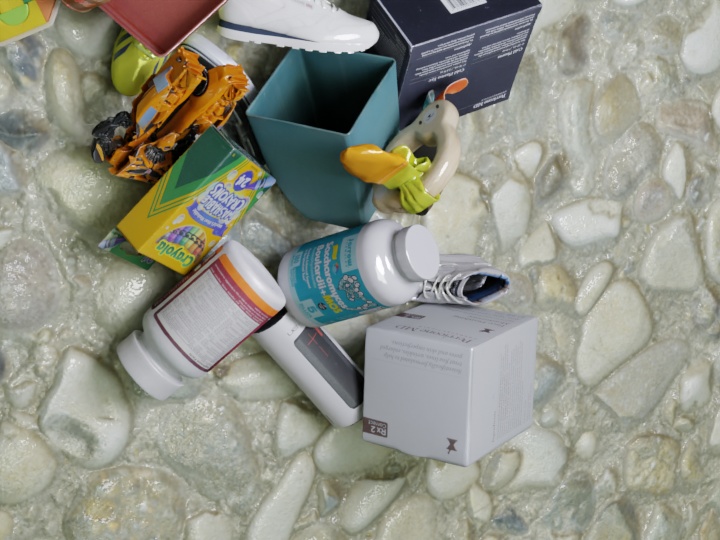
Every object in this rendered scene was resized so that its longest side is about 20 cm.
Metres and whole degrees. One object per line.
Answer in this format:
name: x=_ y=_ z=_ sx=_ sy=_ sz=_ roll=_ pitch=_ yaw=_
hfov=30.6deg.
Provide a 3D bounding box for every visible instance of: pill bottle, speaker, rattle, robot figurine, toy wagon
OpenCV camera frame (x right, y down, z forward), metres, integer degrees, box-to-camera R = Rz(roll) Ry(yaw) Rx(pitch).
pill bottle: x=-0.200 y=0.064 z=1.635 sx=0.200 sy=0.110 sz=0.110 roll=-41 pitch=119 yaw=5
speaker: x=-0.065 y=0.118 z=1.761 sx=0.081 sy=0.081 sz=0.200 roll=-45 pitch=118 yaw=-12
pill bottle: x=0.000 y=0.000 z=1.655 sx=0.111 sy=0.200 sz=0.111 roll=24 pitch=57 yaw=-45
rattle: x=0.049 y=-0.177 z=1.570 sx=0.143 sy=0.130 sz=0.201 roll=28 pitch=71 yaw=-21
robot figurine: x=-0.228 y=-0.174 z=1.554 sx=0.145 sy=0.058 sz=0.200 roll=9 pitch=135 yaw=-48
toy wagon: x=-0.413 y=-0.351 z=1.446 sx=0.155 sy=0.040 sz=0.201 roll=-22 pitch=114 yaw=2

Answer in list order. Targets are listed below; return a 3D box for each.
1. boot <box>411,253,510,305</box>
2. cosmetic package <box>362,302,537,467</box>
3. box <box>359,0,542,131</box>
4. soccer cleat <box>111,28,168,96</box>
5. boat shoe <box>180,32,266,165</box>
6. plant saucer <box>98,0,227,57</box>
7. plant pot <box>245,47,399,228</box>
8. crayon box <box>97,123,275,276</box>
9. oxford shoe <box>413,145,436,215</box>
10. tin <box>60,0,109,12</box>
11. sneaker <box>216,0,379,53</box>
boot: x=0.111 y=0.013 z=1.822 sx=0.199 sy=0.096 sz=0.074 roll=-7 pitch=105 yaw=-27
cosmetic package: x=0.123 y=0.146 z=1.782 sx=0.200 sy=0.164 sz=0.166 roll=-18 pitch=113 yaw=-56
box: x=0.107 y=-0.286 z=1.693 sx=0.199 sy=0.104 sz=0.182 roll=-21 pitch=152 yaw=-23
soccer cleat: x=-0.231 y=-0.297 z=1.564 sx=0.065 sy=0.084 sz=0.201 roll=36 pitch=83 yaw=-26
boat shoe: x=-0.165 y=-0.203 z=1.631 sx=0.071 sy=0.072 sz=0.200 roll=-48 pitch=121 yaw=-16
plant saucer: x=-0.222 y=-0.357 z=1.524 sx=0.200 sy=0.199 sz=0.037 roll=-45 pitch=161 yaw=-13
plant pot: x=-0.034 y=-0.155 z=1.650 sx=0.141 sy=0.141 sz=0.200 roll=-59 pitch=153 yaw=-34
crayon box: x=-0.207 y=-0.070 z=1.593 sx=0.200 sy=0.052 sz=0.126 roll=-46 pitch=156 yaw=5
oxford shoe: x=0.095 y=-0.155 z=1.746 sx=0.071 sy=0.200 sz=0.071 roll=37 pitch=64 yaw=10
tin: x=-0.312 y=-0.384 z=1.461 sx=0.112 sy=0.042 sz=0.201 roll=31 pitch=50 yaw=-55
sneaker: x=-0.073 y=-0.310 z=1.589 sx=0.199 sy=0.076 sz=0.081 roll=6 pitch=104 yaw=-8
